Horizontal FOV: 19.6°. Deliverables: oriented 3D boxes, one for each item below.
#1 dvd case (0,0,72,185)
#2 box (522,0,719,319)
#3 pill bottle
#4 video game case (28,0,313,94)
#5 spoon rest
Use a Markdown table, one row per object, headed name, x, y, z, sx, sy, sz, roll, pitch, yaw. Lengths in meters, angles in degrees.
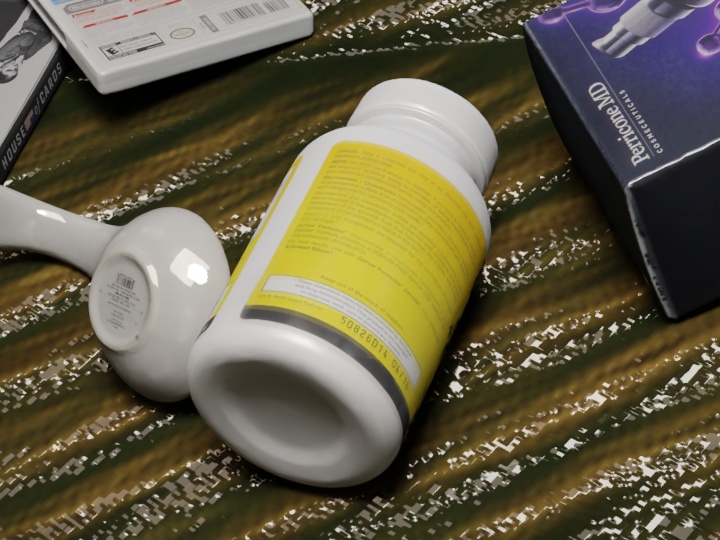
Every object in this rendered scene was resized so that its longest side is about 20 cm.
| name | x | y | z | sx | sy | sz | roll | pitch | yaw |
| --- | --- | --- | --- | --- | --- | --- | --- | --- | --- |
| dvd case | -0.266 | -0.104 | 1.279 | 0.149 | 0.025 | 0.201 | 5 | 49 | 20 |
| box | 0.205 | -0.093 | 1.059 | 0.199 | 0.105 | 0.148 | -27 | 44 | 0 |
| pill bottle | 0.000 | 0.000 | 1.038 | 0.111 | 0.112 | 0.201 | 9 | 49 | 23 |
| video game case | -0.137 | -0.184 | 1.304 | 0.142 | 0.018 | 0.200 | -19 | 43 | -22 |
| spoon rest | -0.134 | 0.000 | 1.105 | 0.199 | 0.100 | 0.060 | 26 | 15 | 40 |
